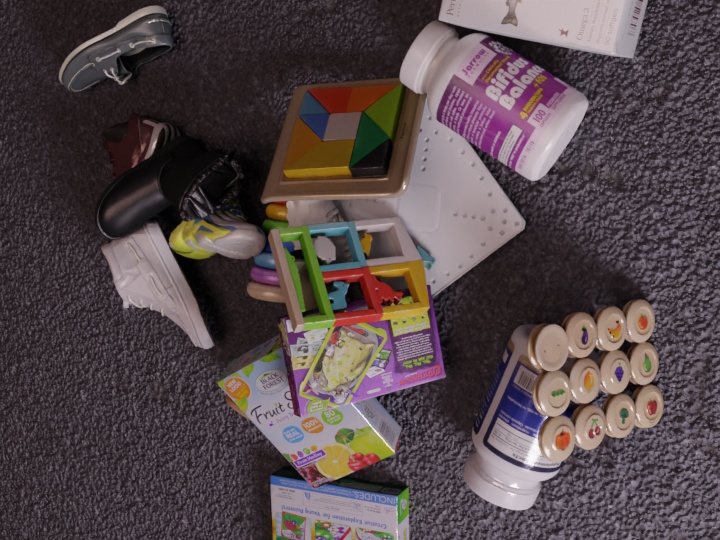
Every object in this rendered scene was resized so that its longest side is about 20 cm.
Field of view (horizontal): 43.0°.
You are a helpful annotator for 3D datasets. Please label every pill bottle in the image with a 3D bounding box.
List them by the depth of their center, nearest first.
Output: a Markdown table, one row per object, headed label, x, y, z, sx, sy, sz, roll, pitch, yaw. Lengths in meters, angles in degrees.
| label | x | y | z | sx | sy | sz | roll | pitch | yaw |
| --- | --- | --- | --- | --- | --- | --- | --- | --- | --- |
| pill bottle | 0.147 | -0.199 | 1.042 | 0.200 | 0.112 | 0.113 | 35 | 112 | 13 |
| pill bottle | 0.199 | 0.175 | 1.082 | 0.115 | 0.116 | 0.201 | 27 | 110 | 20 |

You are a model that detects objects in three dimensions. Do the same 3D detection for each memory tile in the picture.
| label | x | y | z | sx | sy | sz | roll | pitch | yaw |
| --- | --- | --- | --- | --- | --- | --- | --- | --- | --- |
| memory tile | 0.263 | 0.117 | 1.005 | 0.017 | 0.199 | 0.154 | 1 | 99 | 56 |

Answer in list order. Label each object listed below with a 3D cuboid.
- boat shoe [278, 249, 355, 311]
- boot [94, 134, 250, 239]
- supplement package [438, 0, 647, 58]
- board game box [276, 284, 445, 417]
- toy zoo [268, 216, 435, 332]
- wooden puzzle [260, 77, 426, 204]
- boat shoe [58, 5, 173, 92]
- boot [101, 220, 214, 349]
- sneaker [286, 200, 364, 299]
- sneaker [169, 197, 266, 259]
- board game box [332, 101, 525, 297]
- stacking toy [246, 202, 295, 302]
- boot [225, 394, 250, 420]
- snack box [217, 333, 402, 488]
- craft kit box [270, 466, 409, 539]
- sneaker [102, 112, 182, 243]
| label | x | y | z | sx | sy | sz | roll | pitch | yaw |
| --- | --- | --- | --- | --- | --- | --- | --- | --- | --- |
| boat shoe | -0.028 | 0.058 | 1.152 | 0.074 | 0.063 | 0.202 | -34 | 107 | 12 |
| boot | -0.250 | -0.100 | 1.212 | 0.198 | 0.073 | 0.162 | -44 | 37 | -13 |
| supplement package | 0.205 | -0.309 | 0.999 | 0.199 | 0.117 | 0.117 | 17 | 108 | 23 |
| board game box | 0.004 | 0.094 | 1.104 | 0.032 | 0.199 | 0.121 | -11 | 90 | 65 |
| toy zoo | 0.000 | 0.000 | 1.096 | 0.020 | 0.199 | 0.132 | 119 | 139 | -56 |
| wooden puzzle | -0.021 | -0.166 | 1.115 | 0.199 | 0.037 | 0.186 | -3 | 57 | 25 |
| boat shoe | -0.347 | -0.299 | 1.298 | 0.200 | 0.073 | 0.062 | -27 | 82 | 22 |
| boot | -0.288 | 0.036 | 1.296 | 0.095 | 0.074 | 0.201 | -27 | 93 | -7 |
| sneaker | -0.038 | -0.036 | 1.177 | 0.080 | 0.076 | 0.201 | 4 | 120 | 32 |
| sneaker | -0.189 | -0.073 | 1.229 | 0.200 | 0.076 | 0.105 | 0 | 71 | 47 |
| board game box | 0.078 | -0.080 | 1.150 | 0.200 | 0.026 | 0.200 | -38 | 81 | 26 |
| stacking toy | -0.101 | -0.061 | 1.218 | 0.085 | 0.085 | 0.201 | 8 | 96 | 25 |
| boot | -0.082 | 0.135 | 1.241 | 0.199 | 0.074 | 0.155 | 11 | 104 | 12 |
| snack box | -0.063 | 0.174 | 1.161 | 0.142 | 0.053 | 0.200 | -30 | 109 | 28 |
| craft kit box | -0.029 | 0.385 | 1.271 | 0.199 | 0.048 | 0.198 | 4 | 98 | 26 |
| sneaker | -0.339 | -0.135 | 1.328 | 0.115 | 0.076 | 0.201 | 29 | 100 | 24 |
